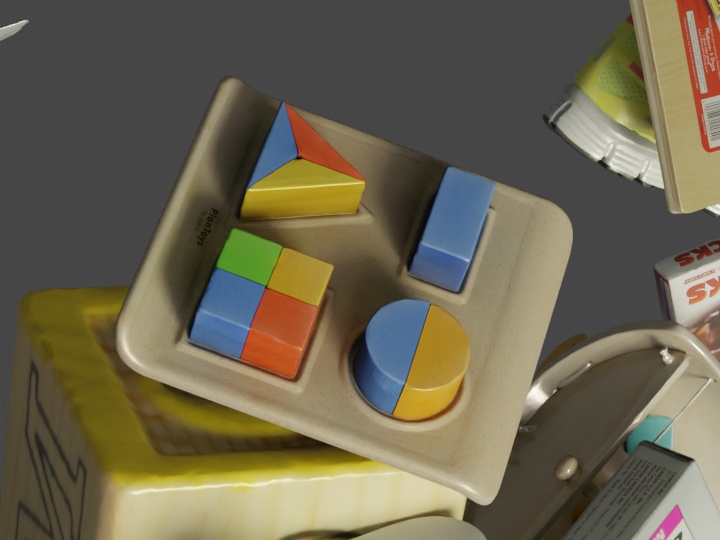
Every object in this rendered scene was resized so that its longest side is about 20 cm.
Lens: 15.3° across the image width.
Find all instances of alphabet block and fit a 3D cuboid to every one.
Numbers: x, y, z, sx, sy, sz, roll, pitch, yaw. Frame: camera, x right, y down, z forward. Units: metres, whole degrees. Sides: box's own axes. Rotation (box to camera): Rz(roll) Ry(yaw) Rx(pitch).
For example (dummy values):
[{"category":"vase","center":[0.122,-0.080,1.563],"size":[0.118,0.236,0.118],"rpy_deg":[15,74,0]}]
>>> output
[{"category":"alphabet block","center":[-0.074,0.136,1.377],"size":[0.195,0.196,0.200],"rpy_deg":[-4,120,-22]}]

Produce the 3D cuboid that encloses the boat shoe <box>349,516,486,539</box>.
[{"category":"boat shoe","center":[-0.031,0.174,1.259],"size":[0.200,0.072,0.068],"rpy_deg":[-15,122,-23]}]

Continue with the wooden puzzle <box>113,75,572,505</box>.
[{"category":"wooden puzzle","center":[0.000,0.000,1.303],"size":[0.200,0.185,0.046],"rpy_deg":[23,142,-4]}]

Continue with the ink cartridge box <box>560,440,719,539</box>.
[{"category":"ink cartridge box","center":[0.132,0.219,1.425],"size":[0.200,0.044,0.174],"rpy_deg":[-48,132,-21]}]

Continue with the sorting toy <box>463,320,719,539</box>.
[{"category":"sorting toy","center":[0.149,0.149,1.499],"size":[0.180,0.107,0.200],"rpy_deg":[44,85,-23]}]

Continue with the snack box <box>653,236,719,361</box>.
[{"category":"snack box","center":[0.266,-0.007,1.538],"size":[0.200,0.024,0.072],"rpy_deg":[-22,125,-10]}]

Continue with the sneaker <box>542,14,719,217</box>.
[{"category":"sneaker","center":[0.199,-0.077,1.440],"size":[0.200,0.078,0.090],"rpy_deg":[20,102,-33]}]

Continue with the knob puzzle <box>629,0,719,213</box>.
[{"category":"knob puzzle","center":[0.209,-0.135,1.397],"size":[0.219,0.030,0.220],"rpy_deg":[3,85,-39]}]

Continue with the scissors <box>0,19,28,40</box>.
[{"category":"scissors","center":[-0.257,-0.084,1.282],"size":[0.200,0.014,0.073],"rpy_deg":[-35,124,1]}]
